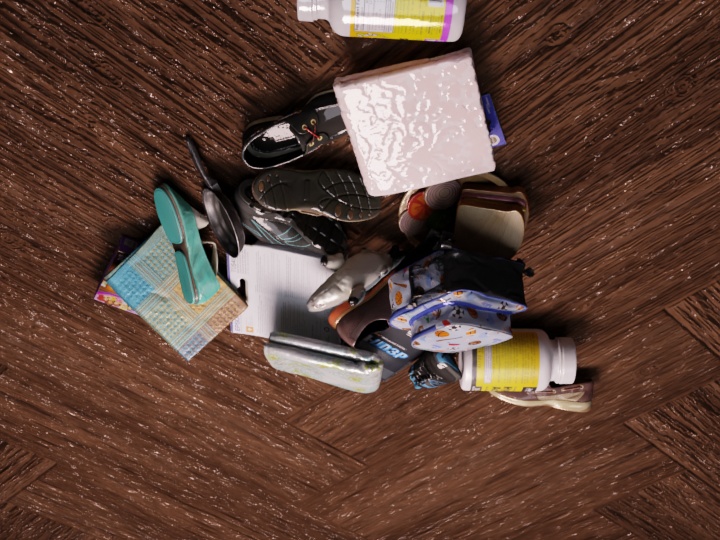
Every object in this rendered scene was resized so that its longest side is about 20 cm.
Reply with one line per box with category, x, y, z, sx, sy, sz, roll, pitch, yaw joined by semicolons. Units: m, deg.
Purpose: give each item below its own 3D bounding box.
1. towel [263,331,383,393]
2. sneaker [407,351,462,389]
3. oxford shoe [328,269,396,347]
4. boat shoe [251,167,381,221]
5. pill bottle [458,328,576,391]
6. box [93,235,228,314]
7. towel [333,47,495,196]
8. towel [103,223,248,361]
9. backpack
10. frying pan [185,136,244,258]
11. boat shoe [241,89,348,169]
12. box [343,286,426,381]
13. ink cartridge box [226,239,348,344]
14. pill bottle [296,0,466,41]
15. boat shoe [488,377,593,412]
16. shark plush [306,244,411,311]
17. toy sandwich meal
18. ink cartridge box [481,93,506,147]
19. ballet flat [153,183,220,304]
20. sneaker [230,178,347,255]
towel;-0.061;0.157;1.456;0.198;0.049;0.171;12;165;3
sneaker;0.129;0.179;1.531;0.081;0.074;0.200;-27;165;-3
oxford shoe;0.048;0.058;1.419;0.199;0.073;0.071;-32;152;-14
boat shoe;-0.067;-0.118;1.297;0.198;0.074;0.077;8;93;-20
pill bottle;0.276;0.158;1.541;0.198;0.112;0.112;0;137;2
box;-0.337;0.031;1.480;0.199;0.039;0.137;22;133;-20
towel;0.077;-0.198;1.183;0.189;0.032;0.201;-12;134;9
towel;-0.300;0.034;1.420;0.146;0.022;0.200;-41;110;3
backpack;0.138;0.046;1.320;0.199;0.156;0.190;18;160;-33
frying pan;-0.225;-0.109;1.326;0.031;0.191;0.115;-26;-175;-23
boat shoe;-0.076;-0.196;1.219;0.200;0.063;0.074;-17;129;16
box;0.017;0.108;1.544;0.199;0.046;0.159;31;129;-26
ink cartridge box;-0.122;0.037;1.449;0.198;0.041;0.201;11;128;8
pill bottle;0.025;-0.333;1.040;0.198;0.105;0.105;3;137;0
boat shoe;0.342;0.216;1.642;0.198;0.072;0.073;8;107;9
shark plush;0.000;0.000;1.374;0.091;0.200;0.083;43;144;10
toy sandwich meal;0.158;-0.073;1.331;0.203;0.071;0.206;1;136;1
ink cartridge box;0.104;-0.181;1.248;0.198;0.037;0.095;-16;133;15
ballet flat;-0.267;-0.047;1.366;0.067;0.070;0.202;7;116;50
sneaker;-0.113;-0.074;1.352;0.199;0.076;0.079;29;142;-15
